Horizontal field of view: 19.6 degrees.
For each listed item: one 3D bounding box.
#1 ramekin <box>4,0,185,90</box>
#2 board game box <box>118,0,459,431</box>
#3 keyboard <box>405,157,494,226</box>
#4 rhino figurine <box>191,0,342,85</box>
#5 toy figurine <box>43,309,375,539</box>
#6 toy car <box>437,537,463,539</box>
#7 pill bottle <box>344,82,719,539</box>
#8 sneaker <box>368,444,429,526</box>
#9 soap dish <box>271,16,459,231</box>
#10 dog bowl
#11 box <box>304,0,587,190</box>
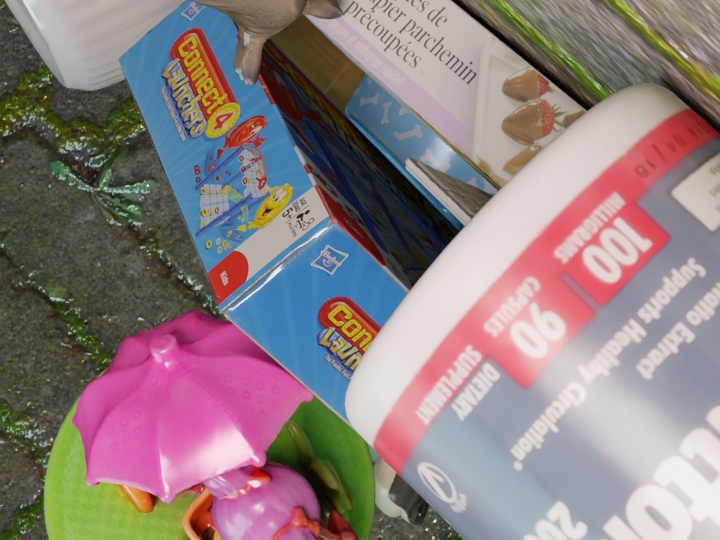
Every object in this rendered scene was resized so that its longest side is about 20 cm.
[{"bbox_3d":[-0.152,-0.184,1.063,0.203,0.094,0.202,56,173,11],"label":"ramekin"},{"bbox_3d":[0.000,0.000,0.873,0.200,0.056,0.196,43,-168,-37],"label":"board game box"},{"bbox_3d":[0.095,0.004,0.745,0.200,0.011,0.056,22,-157,-44],"label":"keyboard"},{"bbox_3d":[-0.051,-0.121,0.683,0.087,0.060,0.200,44,171,20],"label":"rhino figurine"},{"bbox_3d":[-0.052,0.096,0.847,0.200,0.150,0.184,53,170,12],"label":"toy figurine"},{"bbox_3d":[0.138,0.169,0.969,0.199,0.158,0.164,16,-161,-19],"label":"toy car"},{"bbox_3d":[0.104,0.061,0.516,0.200,0.120,0.120,43,-179,11],"label":"pill bottle"},{"bbox_3d":[0.002,0.056,1.026,0.093,0.071,0.200,20,-158,-3],"label":"sneaker"},{"bbox_3d":[-0.003,-0.083,1.113,0.157,0.081,0.200,43,-178,-32],"label":"soap dish"},{"bbox_3d":[0.070,-0.031,0.977,0.200,0.050,0.111,43,-179,-23],"label":"dog bowl"},{"bbox_3d":[0.051,-0.051,0.718,0.200,0.039,0.041,45,-178,37],"label":"box"}]
